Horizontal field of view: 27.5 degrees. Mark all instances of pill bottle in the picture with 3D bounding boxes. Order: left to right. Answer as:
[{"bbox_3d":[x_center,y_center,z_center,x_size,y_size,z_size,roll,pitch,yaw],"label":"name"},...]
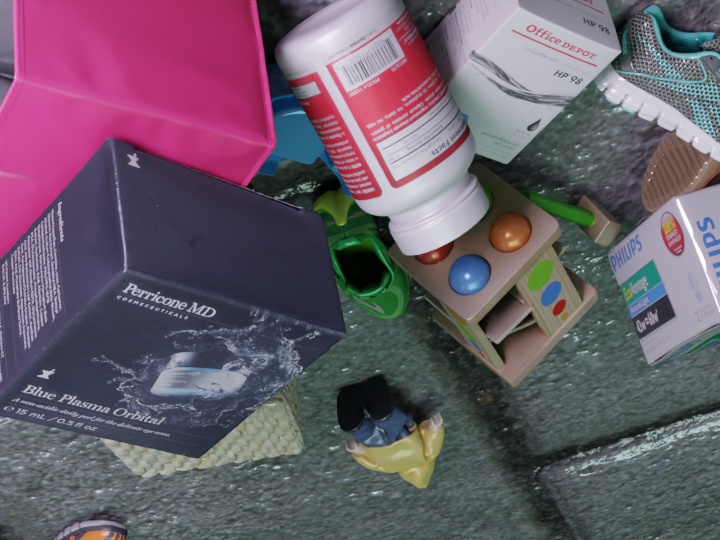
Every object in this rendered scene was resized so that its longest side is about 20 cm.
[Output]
[{"bbox_3d":[0.023,-0.119,1.186,0.111,0.113,0.202,-24,108,20],"label":"pill bottle"}]

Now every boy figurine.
[{"bbox_3d":[0.048,0.200,1.760,0.123,0.065,0.200,-22,144,16],"label":"boy figurine"}]

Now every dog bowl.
[{"bbox_3d":[-0.021,-0.125,1.295,0.198,0.050,0.112,14,141,-29],"label":"dog bowl"}]

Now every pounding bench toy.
[{"bbox_3d":[0.151,-0.026,1.410,0.200,0.124,0.156,-45,141,-6],"label":"pounding bench toy"}]

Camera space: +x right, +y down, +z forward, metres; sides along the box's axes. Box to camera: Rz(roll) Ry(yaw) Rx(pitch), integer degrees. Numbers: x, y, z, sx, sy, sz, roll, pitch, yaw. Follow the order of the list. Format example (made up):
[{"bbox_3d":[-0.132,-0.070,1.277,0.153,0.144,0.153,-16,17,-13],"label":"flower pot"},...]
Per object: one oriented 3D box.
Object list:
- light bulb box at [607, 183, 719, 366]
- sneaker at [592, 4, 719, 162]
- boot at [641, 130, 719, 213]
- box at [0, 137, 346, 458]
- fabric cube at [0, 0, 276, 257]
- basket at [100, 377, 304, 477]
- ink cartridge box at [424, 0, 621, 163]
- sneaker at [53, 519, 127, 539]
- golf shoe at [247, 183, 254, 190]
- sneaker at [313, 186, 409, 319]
[{"bbox_3d":[0.371,-0.012,1.398,0.197,0.126,0.198,-17,168,-13],"label":"light bulb box"},{"bbox_3d":[0.301,-0.158,1.267,0.198,0.078,0.092,25,126,-3],"label":"sneaker"},{"bbox_3d":[0.382,-0.107,1.403,0.164,0.073,0.200,9,143,-28],"label":"boot"},{"bbox_3d":[-0.150,0.029,1.086,0.195,0.119,0.200,18,135,-37],"label":"box"},{"bbox_3d":[-0.202,-0.132,1.117,0.197,0.198,0.200,11,139,-30],"label":"fabric cube"},{"bbox_3d":[-0.158,0.092,1.438,0.195,0.163,0.200,-9,158,1],"label":"basket"},{"bbox_3d":[0.133,-0.187,1.232,0.115,0.067,0.200,15,138,-30],"label":"ink cartridge box"},{"bbox_3d":[-0.374,0.402,1.895,0.199,0.113,0.077,-31,140,28],"label":"sneaker"},{"bbox_3d":[-0.174,-0.091,1.306,0.097,0.079,0.200,-40,143,12],"label":"golf shoe"},{"bbox_3d":[0.000,0.000,1.448,0.073,0.084,0.201,-17,145,10],"label":"sneaker"}]
